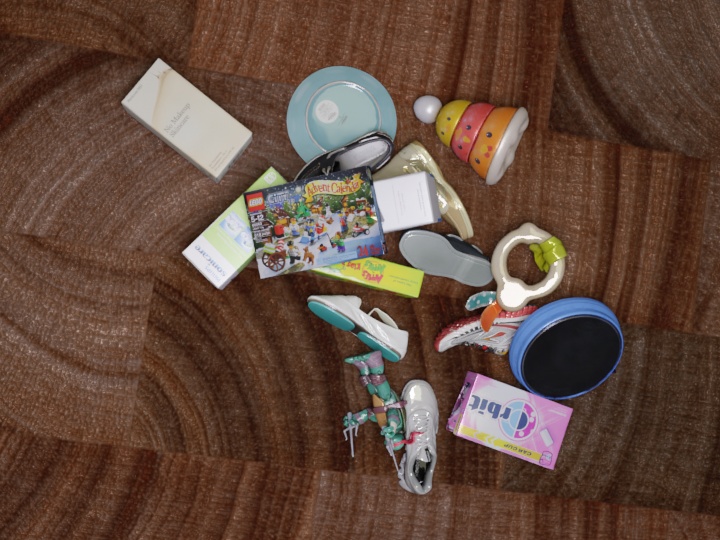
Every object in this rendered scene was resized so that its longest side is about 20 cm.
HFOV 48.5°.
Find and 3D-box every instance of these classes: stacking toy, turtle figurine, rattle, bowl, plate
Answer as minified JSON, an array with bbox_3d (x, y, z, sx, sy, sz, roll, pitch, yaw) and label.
[{"bbox_3d":[0.183,-0.253,1.421,0.200,0.146,0.146,26,84,12],"label":"stacking toy"},{"bbox_3d":[0.030,0.240,1.369,0.101,0.150,0.200,-11,82,-37],"label":"turtle figurine"},{"bbox_3d":[0.271,0.017,1.417,0.130,0.143,0.200,31,96,-5],"label":"rattle"},{"bbox_3d":[0.356,0.139,1.373,0.200,0.039,0.201,-5,123,-8],"label":"bowl"},{"bbox_3d":[-0.031,-0.268,1.424,0.200,0.026,0.201,0,89,-8],"label":"plate"}]

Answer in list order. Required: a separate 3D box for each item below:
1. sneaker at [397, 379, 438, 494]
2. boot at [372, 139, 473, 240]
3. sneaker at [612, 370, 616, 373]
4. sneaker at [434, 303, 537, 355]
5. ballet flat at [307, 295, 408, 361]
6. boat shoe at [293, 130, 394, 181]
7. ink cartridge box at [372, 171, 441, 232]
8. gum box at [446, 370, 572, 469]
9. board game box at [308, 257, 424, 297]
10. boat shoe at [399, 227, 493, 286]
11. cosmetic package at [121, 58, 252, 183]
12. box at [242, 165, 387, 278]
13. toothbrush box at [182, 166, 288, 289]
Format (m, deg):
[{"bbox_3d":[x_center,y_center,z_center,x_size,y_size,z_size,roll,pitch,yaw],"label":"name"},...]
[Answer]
[{"bbox_3d":[0.106,0.292,1.396,0.075,0.081,0.201,0,86,-6],"label":"sneaker"},{"bbox_3d":[0.093,-0.107,1.413,0.155,0.073,0.200,-36,99,-4],"label":"boot"},{"bbox_3d":[0.372,0.167,1.443,0.200,0.074,0.088,-10,94,-9],"label":"sneaker"},{"bbox_3d":[0.229,0.117,1.420,0.200,0.078,0.082,-12,91,-8],"label":"sneaker"},{"bbox_3d":[0.000,0.085,1.402,0.200,0.069,0.070,33,84,-10],"label":"ballet flat"},{"bbox_3d":[-0.031,-0.176,1.386,0.200,0.060,0.074,-26,107,5],"label":"boat shoe"},{"bbox_3d":[0.022,-0.100,1.299,0.200,0.145,0.084,-10,92,12],"label":"ink cartridge box"},{"bbox_3d":[0.261,0.263,1.424,0.200,0.066,0.114,21,84,-7],"label":"gum box"},{"bbox_3d":[0.000,0.000,1.380,0.200,0.102,0.048,15,86,-7],"label":"board game box"},{"bbox_3d":[0.144,-0.029,1.396,0.200,0.060,0.076,27,113,-29],"label":"boat shoe"},{"bbox_3d":[-0.292,-0.253,1.363,0.200,0.073,0.104,37,84,-6],"label":"cosmetic package"},{"bbox_3d":[-0.069,-0.073,1.225,0.200,0.038,0.137,-11,93,12],"label":"box"},{"bbox_3d":[-0.192,-0.066,1.333,0.086,0.146,0.200,44,84,-4],"label":"toothbrush box"}]
